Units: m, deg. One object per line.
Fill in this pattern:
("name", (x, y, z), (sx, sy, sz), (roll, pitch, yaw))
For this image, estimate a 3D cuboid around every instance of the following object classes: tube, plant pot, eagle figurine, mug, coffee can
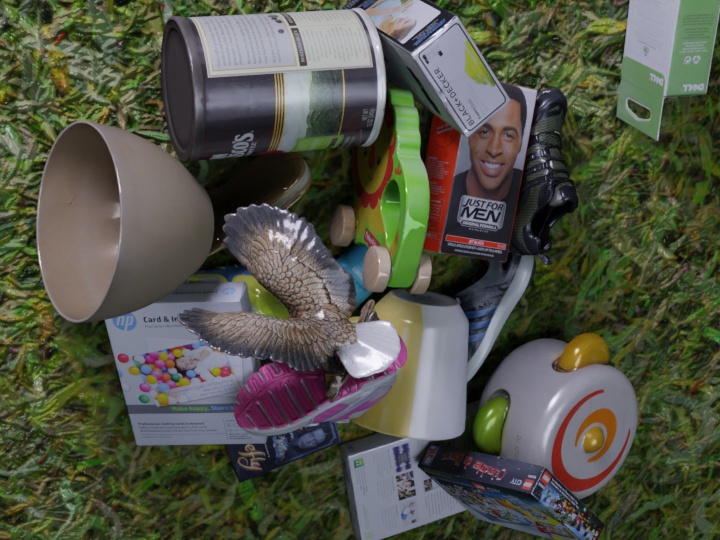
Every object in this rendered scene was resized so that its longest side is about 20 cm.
("tube", (0.000, 0.000, 1.529), (0.200, 0.050, 0.077), (-42, 112, 8))
("plant pot", (-0.230, -0.047, 1.334), (0.134, 0.200, 0.201), (2, 113, -37))
("eagle figurine", (-0.070, 0.048, 1.337), (0.151, 0.152, 0.200), (-39, 123, 13))
("mug", (0.052, 0.106, 1.533), (0.186, 0.149, 0.154), (-5, 108, -53))
("coffee can", (-0.091, -0.192, 1.339), (0.199, 0.146, 0.147), (-7, 116, -19))

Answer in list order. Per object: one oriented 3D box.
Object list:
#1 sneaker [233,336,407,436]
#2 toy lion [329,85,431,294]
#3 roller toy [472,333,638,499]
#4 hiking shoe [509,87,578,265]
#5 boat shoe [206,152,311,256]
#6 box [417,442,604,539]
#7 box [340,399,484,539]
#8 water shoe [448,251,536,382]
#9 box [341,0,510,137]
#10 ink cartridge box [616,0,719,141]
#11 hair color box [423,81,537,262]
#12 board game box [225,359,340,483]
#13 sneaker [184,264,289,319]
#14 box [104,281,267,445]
("sneaker", (-0.040, 0.137, 1.434), (0.200, 0.081, 0.088), (-19, 148, -6))
("toy lion", (0.029, -0.096, 1.401), (0.068, 0.200, 0.192), (4, 113, -20))
("roller toy", (0.254, 0.188, 1.642), (0.200, 0.140, 0.183), (-48, 129, -12))
("hiking shoe", (0.219, -0.109, 1.515), (0.076, 0.101, 0.201), (4, 103, -50))
("boat shoe", (-0.137, -0.060, 1.423), (0.200, 0.074, 0.066), (-30, 160, 11))
("box", (0.182, 0.275, 1.600), (0.137, 0.200, 0.038), (45, 66, -32))
("box", (0.079, 0.261, 1.685), (0.199, 0.036, 0.145), (-15, 118, -14))
("water shoe", (0.139, 0.051, 1.606), (0.079, 0.072, 0.200), (29, 103, -2))
("box", (0.065, -0.225, 1.357), (0.060, 0.200, 0.117), (-39, 121, -1))
("ink cartridge box", (0.357, -0.262, 1.516), (0.059, 0.104, 0.201), (-6, 115, -19))
("hair color box", (0.128, -0.116, 1.479), (0.101, 0.061, 0.201), (7, 94, -34))
("board game box", (-0.111, 0.144, 1.544), (0.135, 0.035, 0.200), (-21, 122, -10))
("sneaker", (-0.124, 0.022, 1.477), (0.199, 0.105, 0.076), (13, 129, 3))
("box", (-0.190, 0.107, 1.453), (0.155, 0.041, 0.200), (-2, 122, 7))
